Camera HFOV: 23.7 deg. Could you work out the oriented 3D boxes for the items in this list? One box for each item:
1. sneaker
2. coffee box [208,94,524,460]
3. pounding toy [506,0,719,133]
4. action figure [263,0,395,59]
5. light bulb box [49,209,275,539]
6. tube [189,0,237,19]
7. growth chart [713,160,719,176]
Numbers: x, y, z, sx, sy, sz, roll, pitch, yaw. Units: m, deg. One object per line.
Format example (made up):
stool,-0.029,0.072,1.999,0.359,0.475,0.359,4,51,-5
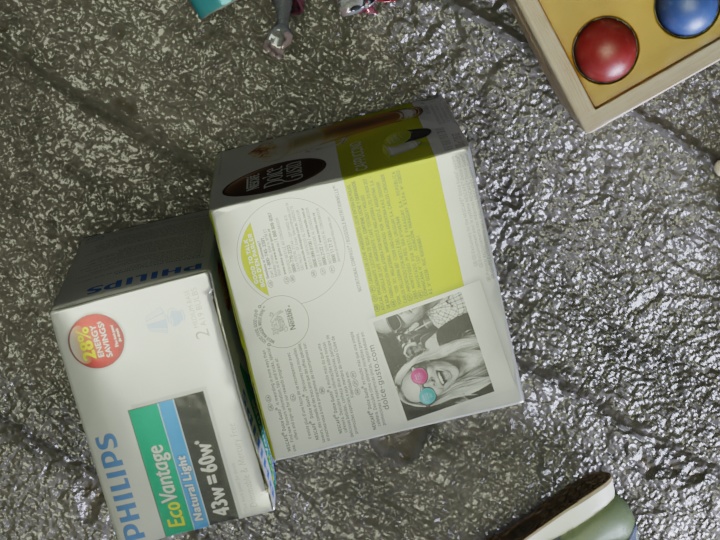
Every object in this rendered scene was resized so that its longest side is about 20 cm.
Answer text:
sneaker,0.152,0.262,1.472,0.200,0.067,0.090,-33,99,3
coffee box,0.000,0.000,1.325,0.196,0.200,0.201,-14,106,1
pounding toy,0.177,-0.224,1.299,0.183,0.142,0.201,-29,108,5
action figure,-0.053,-0.263,1.317,0.134,0.149,0.200,-38,124,19
light bulb box,-0.146,0.077,1.339,0.124,0.200,0.200,-14,106,1
tube,-0.148,-0.294,1.322,0.077,0.050,0.201,-28,99,3
growth chart,0.371,-0.024,1.432,0.144,0.018,0.201,-13,105,0
